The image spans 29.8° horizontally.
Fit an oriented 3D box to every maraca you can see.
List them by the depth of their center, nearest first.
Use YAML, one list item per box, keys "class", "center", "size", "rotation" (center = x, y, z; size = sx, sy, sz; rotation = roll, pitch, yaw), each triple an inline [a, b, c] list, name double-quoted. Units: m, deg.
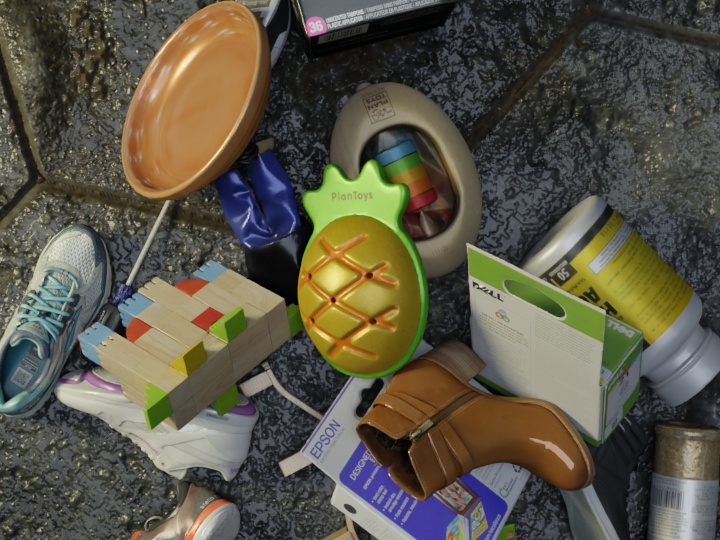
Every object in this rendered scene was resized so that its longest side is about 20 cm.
- class: "maraca"
  center: [0.000, 0.000, 1.245]
  size: [0.137, 0.107, 0.201]
  rotation: [-3, 94, 29]

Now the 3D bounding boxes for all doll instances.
- class: "doll"
  center: [-0.073, -0.025, 1.318]
  size: [0.136, 0.048, 0.200]
  rotation: [-23, 94, 19]

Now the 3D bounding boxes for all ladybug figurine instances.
- class: "ladybug figurine"
  center: [0.042, -0.089, 1.316]
  size: [0.135, 0.072, 0.200]
  rotation: [-20, 91, -2]

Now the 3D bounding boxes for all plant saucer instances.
- class: "plant saucer"
  center: [-0.149, -0.155, 1.266]
  size: [0.037, 0.200, 0.201]
  rotation: [26, 88, -39]

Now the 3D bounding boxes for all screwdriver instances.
- class: "screwdriver"
  center: [-0.220, 0.000, 1.321]
  size: [0.028, 0.029, 0.200]
  rotation: [28, 86, -18]

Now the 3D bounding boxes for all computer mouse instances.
- class: "computer mouse"
  center: [-0.108, -0.193, 1.307]
  size: [0.044, 0.110, 0.200]
  rotation: [27, 79, -38]

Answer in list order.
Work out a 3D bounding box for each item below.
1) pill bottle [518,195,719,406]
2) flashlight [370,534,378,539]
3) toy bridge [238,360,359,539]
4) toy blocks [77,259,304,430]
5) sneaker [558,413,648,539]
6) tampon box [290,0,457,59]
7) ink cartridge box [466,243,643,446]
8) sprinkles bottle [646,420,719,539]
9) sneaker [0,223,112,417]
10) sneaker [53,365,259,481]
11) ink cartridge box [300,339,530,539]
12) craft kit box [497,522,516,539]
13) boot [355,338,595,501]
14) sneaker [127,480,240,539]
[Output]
- class: "pill bottle"
  center: [0.257, 0.033, 1.307]
  size: [0.200, 0.111, 0.111]
  rotation: [44, 88, -2]
- class: "flashlight"
  center: [0.029, 0.274, 1.321]
  size: [0.068, 0.068, 0.201]
  rotation: [-10, 86, 39]
- class: "toy bridge"
  center: [-0.049, 0.179, 1.334]
  size: [0.067, 0.027, 0.200]
  rotation: [-27, 91, -3]
- class: "toy blocks"
  center: [-0.168, 0.060, 1.275]
  size: [0.137, 0.100, 0.200]
  rotation: [27, 51, 33]
- class: "sneaker"
  center: [0.251, 0.216, 1.327]
  size: [0.099, 0.071, 0.200]
  rotation: [-31, 108, -24]
- class: "tampon box"
  center: [-0.006, -0.323, 1.287]
  size: [0.150, 0.126, 0.200]
  rotation: [-15, 90, -3]
- class: "ink cartridge box"
  center: [0.178, 0.049, 1.232]
  size: [0.148, 0.200, 0.076]
  rotation: [28, 58, 27]
- class: "sprinkles bottle"
  center: [0.316, 0.251, 1.330]
  size: [0.068, 0.068, 0.201]
  rotation: [4, 90, -3]
- class: "sneaker"
  center: [-0.296, 0.051, 1.292]
  size: [0.077, 0.086, 0.200]
  rotation: [22, 89, -3]
- class: "sneaker"
  center: [-0.202, 0.151, 1.303]
  size: [0.199, 0.075, 0.100]
  rotation: [14, 107, 5]
- class: "ink cartridge box"
  center: [0.059, 0.171, 1.278]
  size: [0.200, 0.043, 0.198]
  rotation: [39, 50, -2]
- class: "craft kit box"
  center: [0.076, 0.354, 1.278]
  size: [0.200, 0.048, 0.198]
  rotation: [-6, 92, -39]
- class: "boot"
  center: [0.104, 0.160, 1.227]
  size: [0.200, 0.077, 0.155]
  rotation: [44, 44, 8]
- class: "sneaker"
  center: [-0.197, 0.294, 1.317]
  size: [0.082, 0.077, 0.200]
  rotation: [34, 87, 25]
